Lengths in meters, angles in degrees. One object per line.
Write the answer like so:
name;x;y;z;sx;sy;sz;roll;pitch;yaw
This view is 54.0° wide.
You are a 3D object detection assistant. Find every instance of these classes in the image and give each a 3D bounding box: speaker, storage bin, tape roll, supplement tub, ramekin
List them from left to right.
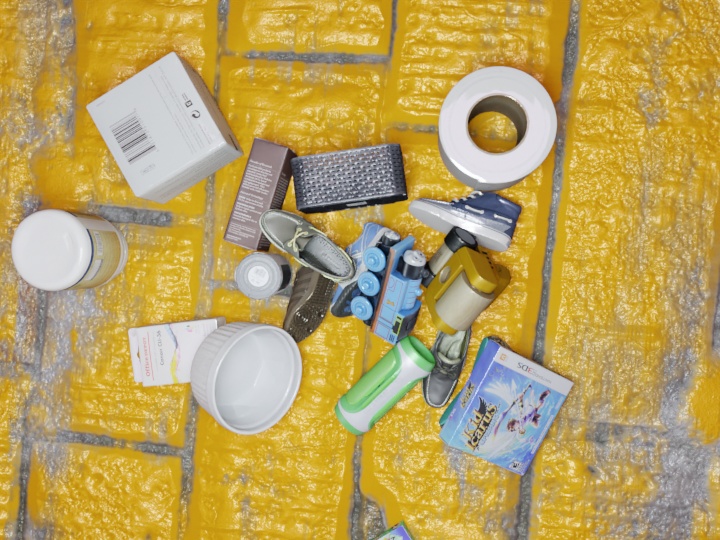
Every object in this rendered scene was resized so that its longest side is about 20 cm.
supplement tub;-0.531;-0.036;1.314;0.144;0.200;0.145;0;90;6
ramekin;-0.215;0.189;1.291;0.105;0.200;0.201;12;92;44
speaker;-0.172;0.008;1.280;0.081;0.200;0.082;0;90;0
storage bin;-0.017;-0.164;1.295;0.199;0.135;0.094;-7;89;6
speaker;0.044;0.213;1.304;0.088;0.088;0.200;45;105;4
tape roll;0.240;-0.249;1.269;0.202;0.139;0.203;0;90;5

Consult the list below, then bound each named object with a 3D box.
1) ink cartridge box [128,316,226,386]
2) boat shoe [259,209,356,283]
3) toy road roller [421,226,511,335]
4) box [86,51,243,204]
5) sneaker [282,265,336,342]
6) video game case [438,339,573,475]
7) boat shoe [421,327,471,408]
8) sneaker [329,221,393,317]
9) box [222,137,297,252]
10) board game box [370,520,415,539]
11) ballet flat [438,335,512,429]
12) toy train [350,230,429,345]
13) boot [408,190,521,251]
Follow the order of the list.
ink cartridge box;-0.359;0.158;1.364;0.199;0.067;0.117;-7;90;5
boat shoe;-0.093;-0.047;1.259;0.201;0.060;0.072;34;88;-1
toy road roller;0.201;0.028;1.252;0.146;0.200;0.123;24;119;-22
box;-0.363;-0.262;1.331;0.200;0.131;0.199;-30;87;4
sneaker;-0.098;0.041;1.346;0.070;0.076;0.200;23;99;-38
video game case;0.265;0.251;1.279;0.181;0.045;0.200;26;93;-21
boat shoe;0.160;0.162;1.315;0.072;0.066;0.201;17;92;3
sneaker;0.000;0.000;1.337;0.077;0.076;0.200;43;105;41
box;-0.187;-0.140;1.330;0.075;0.100;0.201;20;92;5
board game box;0.078;0.599;1.345;0.134;0.029;0.200;-33;87;6
ballet flat;0.223;0.220;1.313;0.075;0.068;0.200;29;89;-5
toy train;0.057;0.029;1.249;0.114;0.087;0.200;28;124;21
boot;0.196;-0.111;1.318;0.199;0.073;0.091;23;74;6
